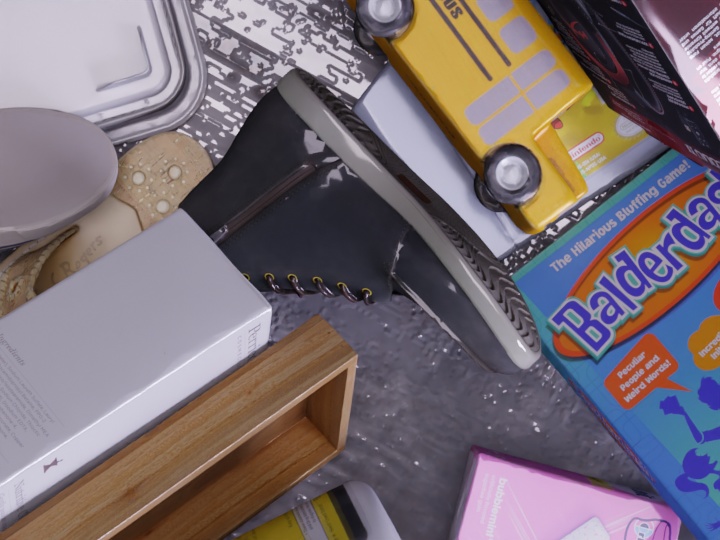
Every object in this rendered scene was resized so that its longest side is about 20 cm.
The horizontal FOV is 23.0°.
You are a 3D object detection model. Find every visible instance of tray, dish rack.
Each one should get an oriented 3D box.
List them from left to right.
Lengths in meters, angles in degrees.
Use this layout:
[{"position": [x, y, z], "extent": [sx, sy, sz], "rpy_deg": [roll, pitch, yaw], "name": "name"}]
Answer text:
[{"position": [-0.196, -0.141, 0.967], "extent": [0.198, 0.044, 0.174], "rpy_deg": [-16, 90, 0], "name": "dish rack"}, {"position": [-0.090, 0.110, 0.898], "extent": [0.199, 0.099, 0.037], "rpy_deg": [-35, 65, -25], "name": "tray"}]

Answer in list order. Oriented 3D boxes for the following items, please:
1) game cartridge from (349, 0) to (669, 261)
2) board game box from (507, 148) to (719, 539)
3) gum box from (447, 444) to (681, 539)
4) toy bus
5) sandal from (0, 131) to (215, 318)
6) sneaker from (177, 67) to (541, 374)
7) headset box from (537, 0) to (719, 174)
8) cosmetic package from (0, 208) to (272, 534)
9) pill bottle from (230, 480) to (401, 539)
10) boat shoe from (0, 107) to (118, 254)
[{"position": [0.098, -0.099, 0.972], "extent": [0.199, 0.040, 0.134], "rpy_deg": [-34, 86, -1], "name": "game cartridge"}, {"position": [0.190, 0.040, 0.922], "extent": [0.152, 0.045, 0.200], "rpy_deg": [-38, 63, -3], "name": "board game box"}, {"position": [0.090, 0.207, 0.949], "extent": [0.112, 0.066, 0.202], "rpy_deg": [15, 89, 1], "name": "gum box"}, {"position": [0.054, -0.116, 0.924], "extent": [0.078, 0.065, 0.201], "rpy_deg": [-38, 89, -2], "name": "toy bus"}, {"position": [-0.160, 0.008, 0.951], "extent": [0.078, 0.070, 0.212], "rpy_deg": [41, 89, 1], "name": "sandal"}, {"position": [0.000, 0.000, 0.932], "extent": [0.106, 0.075, 0.200], "rpy_deg": [-46, 77, 13], "name": "sneaker"}, {"position": [0.142, -0.136, 0.855], "extent": [0.075, 0.149, 0.200], "rpy_deg": [-41, 119, -2], "name": "headset box"}, {"position": [-0.145, 0.071, 0.888], "extent": [0.199, 0.113, 0.081], "rpy_deg": [-33, 66, -23], "name": "cosmetic package"}, {"position": [-0.061, 0.195, 0.874], "extent": [0.198, 0.112, 0.113], "rpy_deg": [-26, 89, -5], "name": "pill bottle"}, {"position": [-0.228, -0.025, 0.949], "extent": [0.198, 0.093, 0.075], "rpy_deg": [-16, 75, -15], "name": "boat shoe"}]
